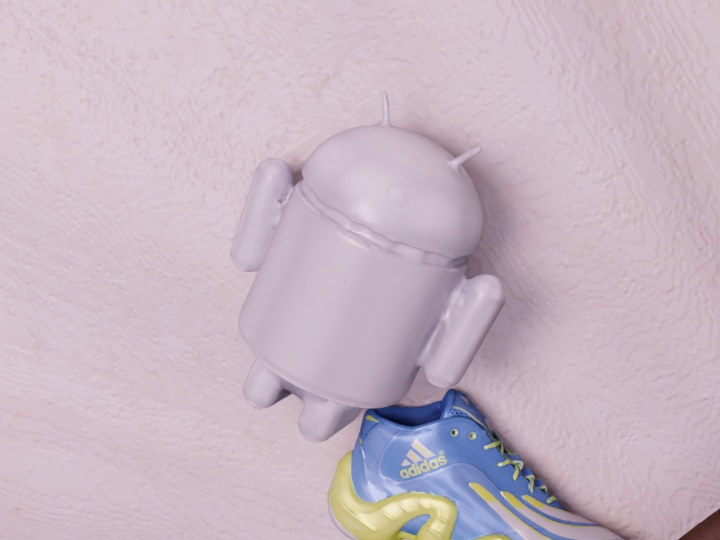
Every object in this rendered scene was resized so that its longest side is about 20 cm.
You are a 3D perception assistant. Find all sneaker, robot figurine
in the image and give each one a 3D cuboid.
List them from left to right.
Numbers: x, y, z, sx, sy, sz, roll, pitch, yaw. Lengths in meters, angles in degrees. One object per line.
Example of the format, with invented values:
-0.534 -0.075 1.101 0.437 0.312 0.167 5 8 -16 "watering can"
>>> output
0.000 0.000 0.830 0.169 0.113 0.201 29 108 10 "robot figurine"
0.081 0.137 0.885 0.199 0.076 0.106 11 107 2 "sneaker"

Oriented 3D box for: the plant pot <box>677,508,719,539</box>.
0.223 0.244 0.867 0.200 0.187 0.187 -32 102 28 "plant pot"
